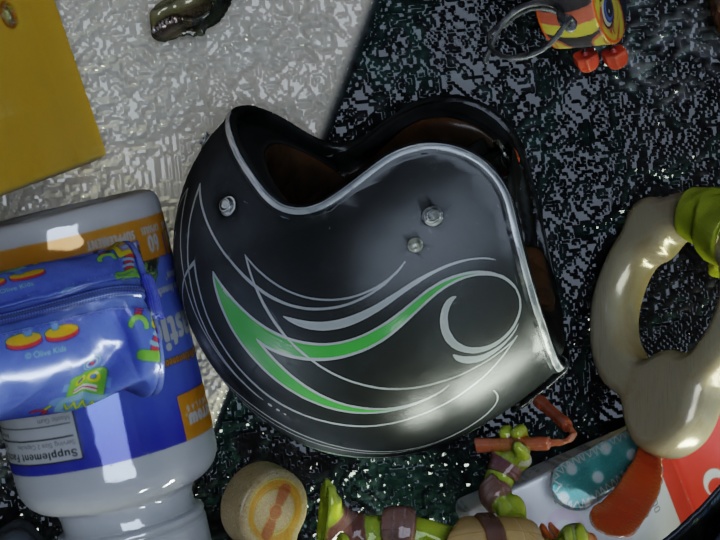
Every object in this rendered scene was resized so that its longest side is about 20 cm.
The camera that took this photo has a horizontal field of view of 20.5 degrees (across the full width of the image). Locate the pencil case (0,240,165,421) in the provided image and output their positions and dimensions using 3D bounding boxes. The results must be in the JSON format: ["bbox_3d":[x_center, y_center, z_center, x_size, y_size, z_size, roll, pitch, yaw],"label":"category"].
[{"bbox_3d":[-0.187,0.039,0.938,0.199,0.087,0.078,-12,77,-27],"label":"pencil case"}]

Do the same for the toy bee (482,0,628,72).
[{"bbox_3d":[0.116,-0.167,1.104,0.200,0.131,0.109,-55,140,-18],"label":"toy bee"}]

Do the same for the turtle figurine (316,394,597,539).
[{"bbox_3d":[0.060,0.142,1.052,0.161,0.200,0.065,3,132,-12],"label":"turtle figurine"}]

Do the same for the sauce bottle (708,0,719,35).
[{"bbox_3d":[0.248,-0.137,1.143,0.200,0.066,0.066,44,86,-11],"label":"sauce bottle"}]

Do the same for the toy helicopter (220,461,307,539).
[{"bbox_3d":[-0.054,0.202,1.075,0.132,0.079,0.201,-13,107,-31],"label":"toy helicopter"}]

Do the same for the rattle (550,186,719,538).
[{"bbox_3d":[0.198,0.063,1.134,0.143,0.130,0.201,24,70,-51],"label":"rattle"}]

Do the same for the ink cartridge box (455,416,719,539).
[{"bbox_3d":[0.174,0.170,1.160,0.199,0.057,0.163,-23,96,-2],"label":"ink cartridge box"}]

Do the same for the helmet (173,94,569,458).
[{"bbox_3d":[0.000,0.000,1.052,0.190,0.200,0.201,-14,96,10],"label":"helmet"}]

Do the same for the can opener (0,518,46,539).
[{"bbox_3d":[-0.148,0.230,1.108,0.066,0.053,0.200,-34,98,-5],"label":"can opener"}]

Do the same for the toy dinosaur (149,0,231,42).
[{"bbox_3d":[-0.046,-0.203,1.074,0.200,0.048,0.088,-29,115,21],"label":"toy dinosaur"}]

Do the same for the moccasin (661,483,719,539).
[{"bbox_3d":[0.155,0.180,1.104,0.200,0.080,0.068,-38,114,-22],"label":"moccasin"}]

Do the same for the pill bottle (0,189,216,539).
[{"bbox_3d":[-0.140,0.065,1.070,0.112,0.112,0.201,-14,96,-8],"label":"pill bottle"}]

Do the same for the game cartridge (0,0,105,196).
[{"bbox_3d":[-0.214,-0.120,1.011,0.032,0.200,0.177,-16,96,25],"label":"game cartridge"}]
